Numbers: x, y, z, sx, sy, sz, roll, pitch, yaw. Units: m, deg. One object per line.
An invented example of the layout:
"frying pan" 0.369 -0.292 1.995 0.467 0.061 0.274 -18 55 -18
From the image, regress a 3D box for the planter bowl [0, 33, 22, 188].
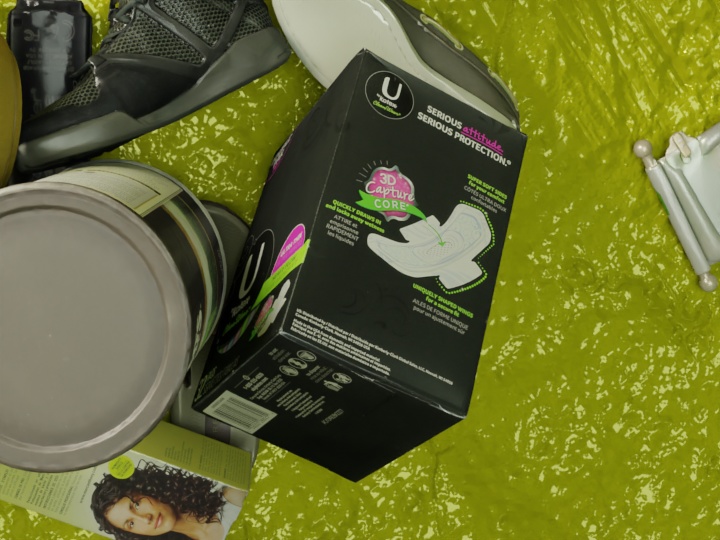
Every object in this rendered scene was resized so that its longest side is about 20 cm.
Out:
"planter bowl" -0.250 -0.090 0.848 0.083 0.200 0.203 3 99 -33

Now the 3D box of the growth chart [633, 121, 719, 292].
"growth chart" 0.309 -0.069 1.067 0.198 0.018 0.146 -27 105 -8

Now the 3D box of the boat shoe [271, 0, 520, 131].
"boat shoe" 0.027 -0.138 0.965 0.201 0.061 0.072 38 126 -14

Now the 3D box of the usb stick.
"usb stick" -0.200 -0.071 0.934 0.055 0.033 0.203 2 99 -7

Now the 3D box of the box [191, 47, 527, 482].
"box" 0.000 0.000 0.894 0.123 0.148 0.202 26 59 -16

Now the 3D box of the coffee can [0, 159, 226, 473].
"coffee can" -0.156 0.016 0.828 0.144 0.200 0.149 0 98 0

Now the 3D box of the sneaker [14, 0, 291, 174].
"sneaker" -0.145 -0.139 0.900 0.198 0.076 0.115 -33 101 -26

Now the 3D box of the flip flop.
"flip flop" -0.097 0.054 0.965 0.080 0.058 0.203 -2 102 -10

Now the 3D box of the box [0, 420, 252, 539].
"box" -0.174 0.124 0.944 0.198 0.050 0.076 21 114 -10
